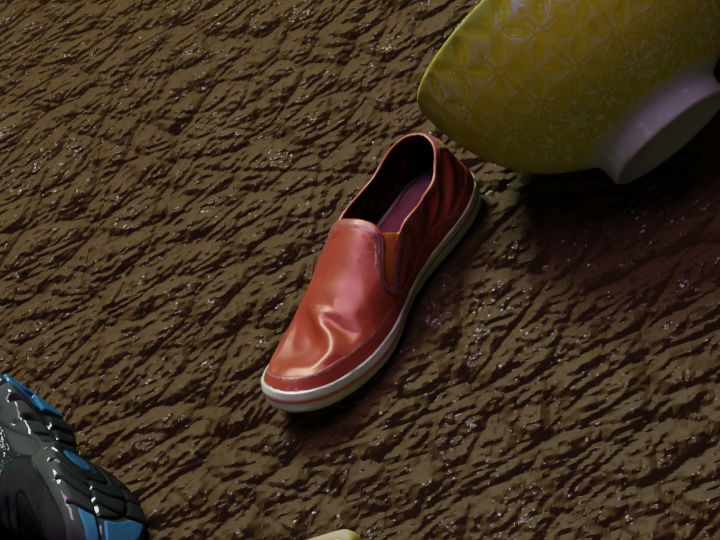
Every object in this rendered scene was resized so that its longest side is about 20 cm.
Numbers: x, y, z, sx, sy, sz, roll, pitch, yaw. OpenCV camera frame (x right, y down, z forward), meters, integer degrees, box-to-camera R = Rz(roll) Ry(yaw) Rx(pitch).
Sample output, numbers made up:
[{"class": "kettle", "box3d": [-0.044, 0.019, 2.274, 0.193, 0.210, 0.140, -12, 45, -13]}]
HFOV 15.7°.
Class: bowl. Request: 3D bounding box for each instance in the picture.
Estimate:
[{"class": "bowl", "box3d": [0.142, -0.114, 1.469, 0.200, 0.200, 0.108, -37, 77, -8]}]

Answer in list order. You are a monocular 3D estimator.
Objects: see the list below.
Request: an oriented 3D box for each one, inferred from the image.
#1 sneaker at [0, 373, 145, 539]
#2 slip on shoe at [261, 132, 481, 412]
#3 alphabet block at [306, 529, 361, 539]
[{"class": "sneaker", "box3d": [-0.184, 0.133, 1.487, 0.082, 0.073, 0.200, -52, 29, 0]}, {"class": "slip on shoe", "box3d": [0.000, 0.000, 1.500, 0.074, 0.061, 0.200, 7, 51, 41]}, {"class": "alphabet block", "box3d": [-0.058, 0.258, 1.098, 0.200, 0.196, 0.197, -18, 38, 20]}]
